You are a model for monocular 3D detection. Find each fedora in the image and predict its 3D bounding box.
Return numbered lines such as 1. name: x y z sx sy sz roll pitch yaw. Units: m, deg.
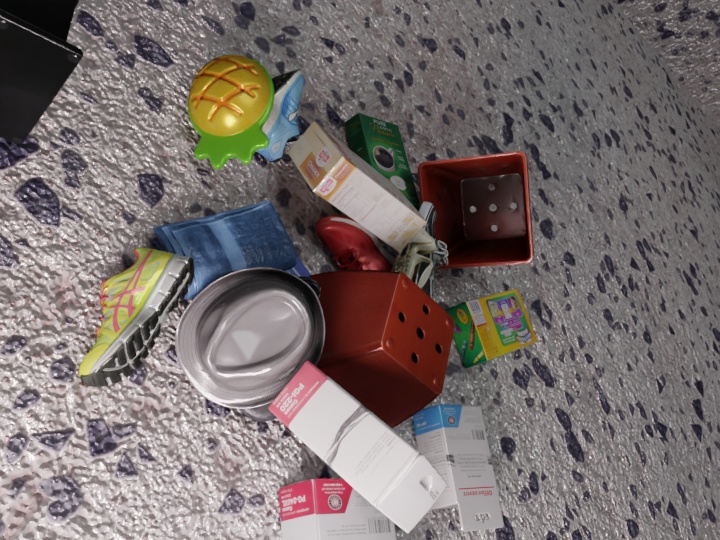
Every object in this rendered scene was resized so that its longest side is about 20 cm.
1. fedora: -0.137 0.086 0.923 0.200 0.090 0.177 -26 92 -9

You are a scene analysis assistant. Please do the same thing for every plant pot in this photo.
1. plant pot: 0.025 0.113 1.080 0.200 0.176 0.200 42 47 -29
2. plant pot: 0.239 -0.116 1.404 0.176 0.199 0.200 -17 103 -67

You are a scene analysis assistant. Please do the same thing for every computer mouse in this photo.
1. computer mouse: -0.128 0.103 0.997 0.138 0.053 0.200 4 88 -10

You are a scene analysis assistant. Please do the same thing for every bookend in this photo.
1. bookend: -0.394 -0.290 0.860 0.092 0.199 0.200 22 54 -35

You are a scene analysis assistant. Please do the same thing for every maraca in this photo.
1. maraca: -0.196 -0.243 1.101 0.107 0.137 0.200 61 21 -63

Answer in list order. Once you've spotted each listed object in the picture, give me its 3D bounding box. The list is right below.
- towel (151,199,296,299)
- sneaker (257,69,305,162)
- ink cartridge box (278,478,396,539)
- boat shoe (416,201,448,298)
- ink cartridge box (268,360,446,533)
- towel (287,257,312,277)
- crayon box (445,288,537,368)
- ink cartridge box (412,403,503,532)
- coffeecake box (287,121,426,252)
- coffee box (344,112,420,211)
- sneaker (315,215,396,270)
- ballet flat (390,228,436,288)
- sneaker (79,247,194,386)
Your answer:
1. towel: -0.186 -0.031 1.029 0.200 0.049 0.112 -18 75 -44
2. sneaker: -0.138 -0.259 1.225 0.090 0.078 0.200 53 43 -37
3. ink cartridge box: -0.025 0.385 0.966 0.145 0.083 0.200 15 59 -41
4. boat shoe: 0.123 -0.025 1.307 0.074 0.068 0.200 64 35 -70
5. ink cartridge box: -0.002 0.222 0.916 0.085 0.200 0.146 -50 145 -12
6. towel: -0.136 0.048 1.087 0.145 0.024 0.200 52 43 -16
7. crayon box: 0.260 0.111 1.433 0.200 0.058 0.119 -9 76 -48
8. ink cartridge box: 0.160 0.328 1.202 0.116 0.067 0.200 13 59 -42
9. coffeecake box: -0.006 -0.137 1.189 0.200 0.073 0.154 34 14 -35
10. coffee box: 0.044 -0.193 1.383 0.123 0.044 0.200 2 68 -48
11. sneaker: 0.000 0.000 1.208 0.200 0.078 0.116 33 47 -28
12. ballet flat: 0.089 -0.017 1.219 0.068 0.075 0.200 49 45 -44
13. sneaker: -0.289 0.052 0.892 0.090 0.078 0.200 24 55 6
